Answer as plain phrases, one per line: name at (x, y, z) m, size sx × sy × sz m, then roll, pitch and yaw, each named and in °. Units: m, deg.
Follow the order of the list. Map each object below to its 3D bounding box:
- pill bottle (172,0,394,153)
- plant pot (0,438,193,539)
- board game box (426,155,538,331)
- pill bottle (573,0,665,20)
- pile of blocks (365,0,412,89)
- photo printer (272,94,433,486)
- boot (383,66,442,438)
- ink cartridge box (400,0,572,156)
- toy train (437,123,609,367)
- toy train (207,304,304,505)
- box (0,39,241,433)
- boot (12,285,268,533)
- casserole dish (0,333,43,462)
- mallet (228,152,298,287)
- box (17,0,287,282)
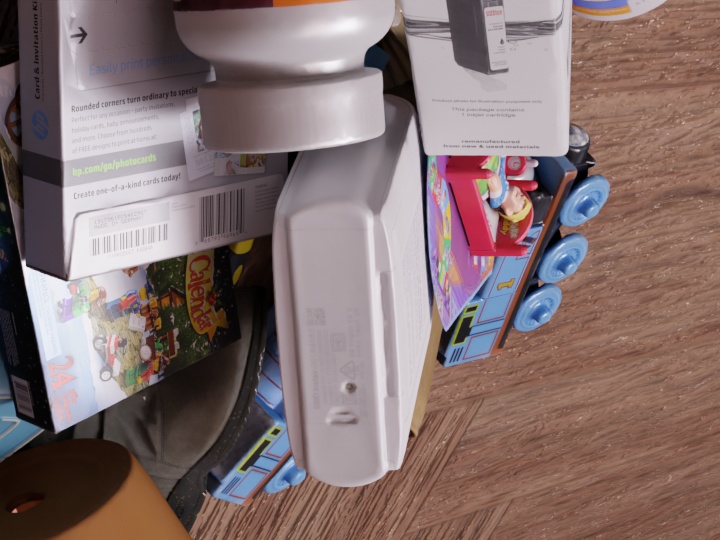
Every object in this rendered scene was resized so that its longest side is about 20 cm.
pill bottle at (-0.039, -0.162, 0.950) m, size 0.109 × 0.109 × 0.202 m, roll -15°, pitch 104°, yaw -44°
plant pot at (-0.176, 0.194, 1.175) m, size 0.199 × 0.199 × 0.141 m, roll -29°, pitch 114°, yaw -28°
board game box at (0.082, -0.057, 1.198) m, size 0.200 × 0.039 × 0.159 m, roll -45°, pitch 135°, yaw -69°
pill bottle at (0.132, -0.239, 1.170) m, size 0.112 × 0.112 × 0.200 m, roll -45°, pitch 153°, yaw 0°
pile of blocks at (0.012, -0.140, 1.154) m, size 0.199 × 0.062 × 0.083 m, roll -29°, pitch 109°, yaw -27°
photo printer at (0.000, 0.000, 1.105) m, size 0.200 × 0.069 × 0.168 m, roll -73°, pitch 161°, yaw -64°
boot at (0.019, -0.015, 1.249) m, size 0.175 × 0.066 × 0.201 m, roll 37°, pitch 67°, yaw -48°
ink cartridge box at (0.067, -0.174, 1.023) m, size 0.083 × 0.145 × 0.201 m, roll 1°, pitch 149°, yaw 7°
toy train at (0.106, -0.022, 1.458) m, size 0.114 × 0.087 × 0.201 m, roll -14°, pitch 140°, yaw -35°
toy train at (-0.044, 0.073, 1.349) m, size 0.200 × 0.087 × 0.114 m, roll -48°, pitch 159°, yaw 5°
box at (-0.138, -0.032, 1.056) m, size 0.136 × 0.038 × 0.202 m, roll -27°, pitch 119°, yaw -38°
boot at (-0.142, 0.082, 1.225) m, size 0.130 × 0.068 × 0.201 m, roll 19°, pitch 119°, yaw -14°
casserole dish at (-0.238, 0.090, 1.115) m, size 0.199 × 0.039 × 0.121 m, roll -34°, pitch 157°, yaw 30°
mallet at (-0.082, -0.019, 1.260) m, size 0.066 × 0.041 × 0.201 m, roll -14°, pitch 143°, yaw -46°
box at (-0.103, -0.108, 1.013) m, size 0.155 × 0.041 × 0.202 m, roll -15°, pitch 113°, yaw -44°
